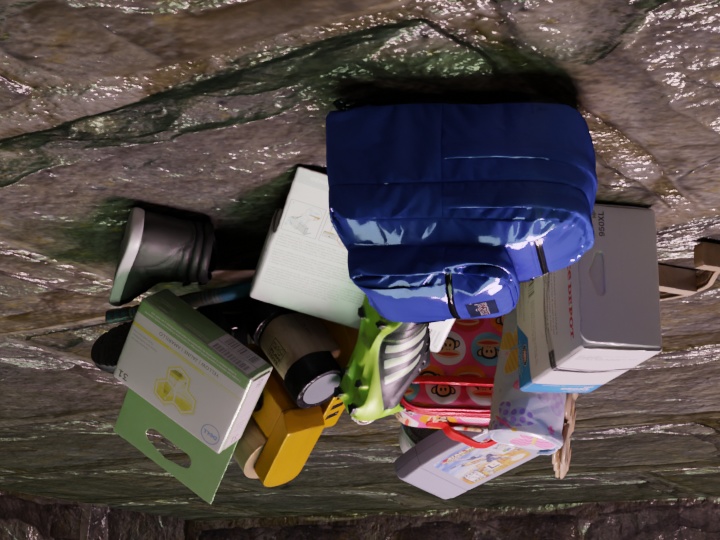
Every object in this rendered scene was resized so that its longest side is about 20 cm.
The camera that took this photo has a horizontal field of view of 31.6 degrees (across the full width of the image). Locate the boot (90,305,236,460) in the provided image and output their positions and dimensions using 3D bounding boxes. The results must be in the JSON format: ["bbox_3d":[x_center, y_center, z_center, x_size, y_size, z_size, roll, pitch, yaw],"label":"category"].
[{"bbox_3d":[-0.188,0.137,1.433,0.165,0.066,0.200,-11,135,16],"label":"boot"}]

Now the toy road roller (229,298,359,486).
[{"bbox_3d":[-0.056,0.118,1.334,0.146,0.123,0.200,-5,136,-41],"label":"toy road roller"}]

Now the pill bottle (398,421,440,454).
[{"bbox_3d":[0.114,0.173,1.653,0.114,0.114,0.200,4,142,-9],"label":"pill bottle"}]

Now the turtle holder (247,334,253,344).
[{"bbox_3d":[-0.041,0.085,1.488,0.185,0.132,0.141,1,162,3],"label":"turtle holder"}]

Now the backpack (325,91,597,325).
[{"bbox_3d":[0.087,-0.047,1.003,0.200,0.168,0.163,-6,168,10],"label":"backpack"}]

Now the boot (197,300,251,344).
[{"bbox_3d":[-0.132,0.127,1.586,0.079,0.158,0.211,-8,160,28],"label":"boot"}]

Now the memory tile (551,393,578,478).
[{"bbox_3d":[0.255,0.147,1.545,0.017,0.200,0.153,7,162,13],"label":"memory tile"}]

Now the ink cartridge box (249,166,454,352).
[{"bbox_3d":[0.011,-0.017,1.217,0.200,0.044,0.174,17,130,-7],"label":"ink cartridge box"}]

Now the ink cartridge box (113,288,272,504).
[{"bbox_3d":[-0.187,0.138,1.305,0.146,0.200,0.048,34,-151,16],"label":"ink cartridge box"}]

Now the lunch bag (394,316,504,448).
[{"bbox_3d":[0.134,0.126,1.517,0.200,0.176,0.082,2,151,-3],"label":"lunch bag"}]

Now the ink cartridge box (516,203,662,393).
[{"bbox_3d":[0.223,0.033,1.273,0.084,0.145,0.200,3,163,-9],"label":"ink cartridge box"}]

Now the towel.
[{"bbox_3d":[-0.159,0.026,1.375,0.200,0.022,0.147,-11,180,10],"label":"towel"}]

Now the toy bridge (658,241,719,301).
[{"bbox_3d":[0.340,0.011,1.389,0.067,0.027,0.200,7,162,-21],"label":"toy bridge"}]

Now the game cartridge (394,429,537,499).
[{"bbox_3d":[0.150,0.226,1.611,0.200,0.042,0.133,-31,148,21],"label":"game cartridge"}]

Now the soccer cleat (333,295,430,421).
[{"bbox_3d":[0.037,0.059,1.217,0.081,0.068,0.200,-4,128,-36],"label":"soccer cleat"}]

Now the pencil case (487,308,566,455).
[{"bbox_3d":[0.195,0.100,1.409,0.083,0.200,0.091,-6,155,43],"label":"pencil case"}]

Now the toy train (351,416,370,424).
[{"bbox_3d":[0.053,0.133,1.723,0.150,0.056,0.200,-3,144,-18],"label":"toy train"}]

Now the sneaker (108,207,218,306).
[{"bbox_3d":[-0.204,-0.002,1.323,0.099,0.071,0.200,11,157,-14],"label":"sneaker"}]
